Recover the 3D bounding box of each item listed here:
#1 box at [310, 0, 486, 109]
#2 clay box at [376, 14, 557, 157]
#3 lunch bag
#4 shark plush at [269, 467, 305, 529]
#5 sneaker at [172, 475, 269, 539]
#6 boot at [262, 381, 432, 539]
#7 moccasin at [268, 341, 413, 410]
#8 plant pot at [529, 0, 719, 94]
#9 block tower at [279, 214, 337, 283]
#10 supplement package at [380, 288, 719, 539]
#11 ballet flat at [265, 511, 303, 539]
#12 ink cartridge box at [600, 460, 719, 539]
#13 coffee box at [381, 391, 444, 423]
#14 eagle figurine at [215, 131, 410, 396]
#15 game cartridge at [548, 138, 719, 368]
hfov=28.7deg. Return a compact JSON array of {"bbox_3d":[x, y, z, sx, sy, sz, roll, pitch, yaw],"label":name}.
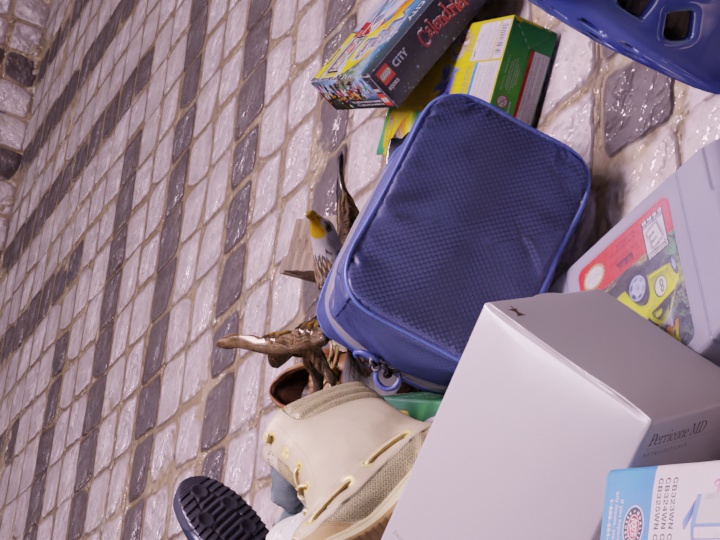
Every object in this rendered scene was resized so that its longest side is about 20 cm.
[{"bbox_3d":[0.054,-0.223,1.201,0.200,0.038,0.136,-51,21,-10],"label":"box"},{"bbox_3d":[0.082,-0.144,1.178,0.200,0.047,0.116,10,83,67],"label":"clay box"},{"bbox_3d":[0.058,-0.007,0.989,0.201,0.135,0.132,-61,3,-16],"label":"lunch bag"},{"bbox_3d":[-0.044,0.239,1.196,0.083,0.091,0.201,28,98,35],"label":"shark plush"},{"bbox_3d":[-0.098,0.266,1.178,0.200,0.070,0.082,49,129,17],"label":"sneaker"},{"bbox_3d":[-0.028,0.156,0.912,0.200,0.073,0.155,-41,34,-19],"label":"boot"},{"bbox_3d":[-0.018,0.096,1.205,0.201,0.077,0.074,-9,64,62],"label":"moccasin"},{"bbox_3d":[0.162,-0.251,0.910,0.201,0.179,0.200,-69,25,13],"label":"plant pot"},{"bbox_3d":[-0.010,-0.019,1.293,0.200,0.054,0.058,-5,70,64],"label":"block tower"},{"bbox_3d":[0.109,0.127,0.797,0.120,0.121,0.201,36,116,34],"label":"supplement package"},{"bbox_3d":[-0.057,0.233,1.079,0.200,0.069,0.070,-58,28,24],"label":"ballet flat"},{"bbox_3d":[0.210,0.154,0.615,0.200,0.125,0.129,-23,54,61],"label":"ink cartridge box"},{"bbox_3d":[0.071,0.149,0.988,0.200,0.044,0.124,170,96,-65],"label":"coffee box"},{"bbox_3d":[-0.001,-0.005,1.109,0.200,0.151,0.151,-53,-17,-33],"label":"eagle figurine"},{"bbox_3d":[0.182,0.026,0.871,0.200,0.041,0.134,-49,38,44],"label":"game cartridge"}]
